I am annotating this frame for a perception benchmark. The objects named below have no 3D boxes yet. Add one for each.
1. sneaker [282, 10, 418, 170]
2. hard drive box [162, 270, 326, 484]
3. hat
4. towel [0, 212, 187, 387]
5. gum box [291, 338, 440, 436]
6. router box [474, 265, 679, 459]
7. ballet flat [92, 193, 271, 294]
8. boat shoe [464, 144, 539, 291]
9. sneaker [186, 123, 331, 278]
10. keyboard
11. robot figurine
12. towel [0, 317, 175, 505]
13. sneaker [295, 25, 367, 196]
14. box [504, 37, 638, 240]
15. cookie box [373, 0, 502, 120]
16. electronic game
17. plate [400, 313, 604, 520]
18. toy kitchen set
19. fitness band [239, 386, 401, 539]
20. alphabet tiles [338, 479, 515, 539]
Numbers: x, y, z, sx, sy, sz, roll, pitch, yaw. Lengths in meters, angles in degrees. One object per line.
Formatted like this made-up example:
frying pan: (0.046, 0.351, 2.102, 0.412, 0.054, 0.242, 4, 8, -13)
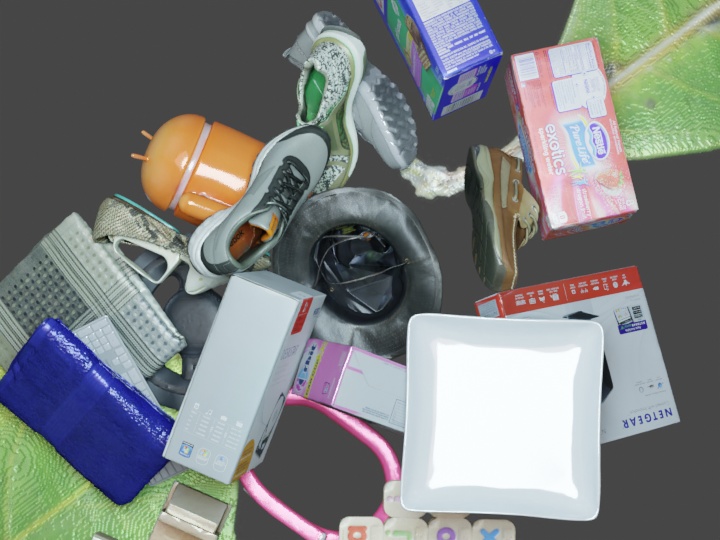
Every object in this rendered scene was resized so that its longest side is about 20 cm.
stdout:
sneaker: (-0.009, -0.195, 1.673, 0.082, 0.075, 0.200, -35, 88, 31)
hard drive box: (-0.118, 0.106, 1.529, 0.077, 0.156, 0.201, 21, 95, 8)
hat: (0.000, 0.000, 1.623, 0.200, 0.081, 0.201, 2, 103, 7)
towel: (-0.317, 0.063, 1.635, 0.192, 0.035, 0.200, -41, 85, 15)
gum box: (0.042, 0.138, 1.560, 0.200, 0.113, 0.066, 22, 83, -23)
router box: (0.235, 0.099, 1.582, 0.200, 0.049, 0.180, -10, 82, -33)
ballet flat: (-0.198, -0.016, 1.592, 0.199, 0.068, 0.075, 21, 78, 6)
boat shoe: (0.160, -0.063, 1.603, 0.074, 0.076, 0.200, 3, 48, -7)
sneaker: (-0.091, -0.068, 1.528, 0.074, 0.079, 0.200, 47, 71, -28)
keyboard: (-0.253, 0.144, 1.609, 0.056, 0.011, 0.200, -24, 108, 11)
robot figurine: (-0.154, -0.100, 1.619, 0.200, 0.117, 0.144, 24, 67, -10)
towel: (-0.291, 0.151, 1.585, 0.200, 0.050, 0.148, 43, 130, -2)
sneaker: (-0.050, -0.164, 1.610, 0.077, 0.089, 0.201, 19, 122, 24)
box: (0.233, -0.145, 1.637, 0.102, 0.095, 0.201, -13, 83, -1)
cookie box: (0.073, -0.287, 1.621, 0.075, 0.171, 0.200, -24, 82, -5)
electronic game: (-0.183, 0.058, 1.644, 0.199, 0.042, 0.201, -1, 86, 9)
plate: (0.143, 0.147, 1.488, 0.199, 0.032, 0.201, 2, 84, 4)
toy kitchen set: (-0.192, 0.316, 1.542, 0.200, 0.180, 0.164, 24, 83, 0)
fitness band: (-0.048, 0.217, 1.625, 0.200, 0.037, 0.144, 36, 84, 4)
alphabet tiles: (0.072, 0.329, 1.604, 0.195, 0.015, 0.201, 1, 89, -8)
